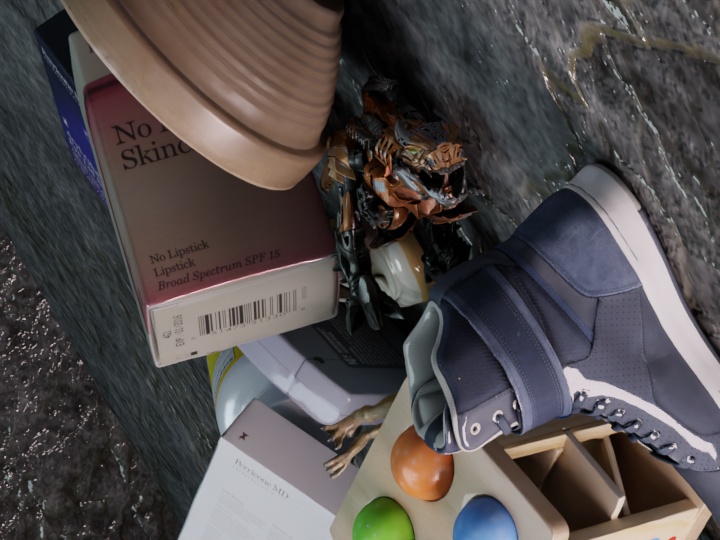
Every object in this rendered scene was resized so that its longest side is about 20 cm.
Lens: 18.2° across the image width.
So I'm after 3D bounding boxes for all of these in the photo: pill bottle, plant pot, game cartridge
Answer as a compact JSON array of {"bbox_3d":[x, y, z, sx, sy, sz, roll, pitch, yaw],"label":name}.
[{"bbox_3d":[-0.055,0.087,1.665,0.112,0.111,0.200,62,-176,-24],"label":"pill bottle"},{"bbox_3d":[-0.074,-0.150,1.258,0.201,0.093,0.201,43,-162,-17],"label":"plant pot"},{"bbox_3d":[-0.035,0.040,1.589,0.200,0.133,0.042,47,123,37],"label":"game cartridge"}]

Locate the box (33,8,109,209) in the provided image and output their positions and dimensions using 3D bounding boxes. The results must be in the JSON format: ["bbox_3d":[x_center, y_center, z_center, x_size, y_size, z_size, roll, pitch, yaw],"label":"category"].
[{"bbox_3d":[-0.151,-0.107,1.681,0.148,0.104,0.200,51,166,23],"label":"box"}]

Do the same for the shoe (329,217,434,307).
[{"bbox_3d":[0.000,0.000,1.501,0.070,0.053,0.200,59,167,-8],"label":"shoe"}]

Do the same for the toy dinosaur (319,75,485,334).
[{"bbox_3d":[0.023,-0.048,1.295,0.200,0.101,0.137,-92,-14,-80],"label":"toy dinosaur"}]

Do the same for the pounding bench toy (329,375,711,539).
[{"bbox_3d":[0.061,0.106,1.217,0.200,0.155,0.125,48,129,32],"label":"pounding bench toy"}]

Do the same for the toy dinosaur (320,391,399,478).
[{"bbox_3d":[0.031,0.093,1.394,0.058,0.101,0.200,51,-167,-9],"label":"toy dinosaur"}]

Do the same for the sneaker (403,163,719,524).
[{"bbox_3d":[0.108,0.072,1.096,0.203,0.146,0.077,58,165,-11],"label":"sneaker"}]

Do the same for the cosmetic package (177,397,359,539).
[{"bbox_3d":[-0.023,0.199,1.547,0.199,0.052,0.151,34,138,8],"label":"cosmetic package"}]

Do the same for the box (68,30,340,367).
[{"bbox_3d":[-0.100,-0.060,1.442,0.109,0.127,0.201,93,160,-67],"label":"box"}]
